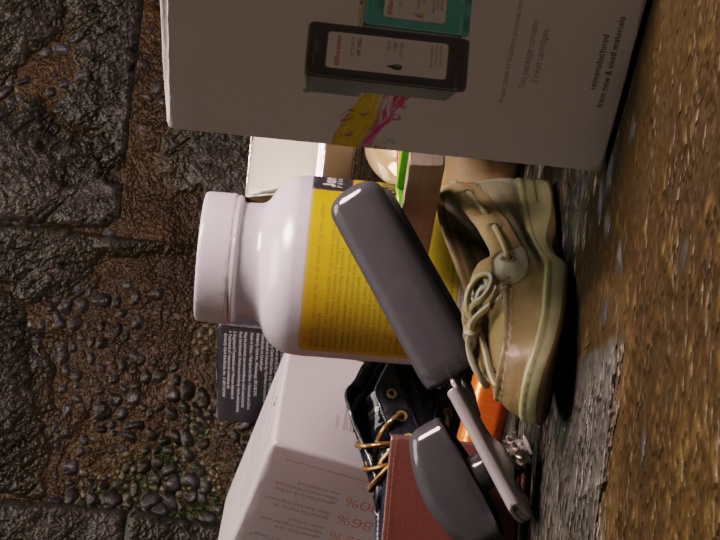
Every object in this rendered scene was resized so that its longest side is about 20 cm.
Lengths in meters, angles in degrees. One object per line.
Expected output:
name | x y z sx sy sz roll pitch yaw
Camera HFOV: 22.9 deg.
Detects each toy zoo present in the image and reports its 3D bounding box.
toy zoo | 0.034 -0.125 1.005 0.131 0.020 0.201 96 175 -69

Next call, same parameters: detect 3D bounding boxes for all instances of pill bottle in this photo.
pill bottle | 0.000 0.000 1.102 0.112 0.199 0.113 -175 90 -89

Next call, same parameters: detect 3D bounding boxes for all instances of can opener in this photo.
can opener | 0.035 0.049 0.935 0.201 0.066 0.053 65 -171 9

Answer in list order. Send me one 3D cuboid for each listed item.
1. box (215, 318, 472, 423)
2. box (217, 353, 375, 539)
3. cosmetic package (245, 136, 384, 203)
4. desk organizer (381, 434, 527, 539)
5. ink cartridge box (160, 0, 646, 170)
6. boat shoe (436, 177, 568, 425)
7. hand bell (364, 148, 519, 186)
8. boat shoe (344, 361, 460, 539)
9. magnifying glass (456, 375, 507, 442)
box | -0.009 0.049 1.392 0.123 0.199 0.106 -86 2 -50
box | -0.015 0.173 1.333 0.107 0.151 0.201 -83 13 -47
cosmetic package | 0.014 -0.074 1.251 0.200 0.071 0.106 24 -113 -47
desk organizer | 0.044 0.194 0.972 0.072 0.076 0.201 99 177 -75
ink cartridge box | 0.019 -0.152 0.781 0.146 0.199 0.147 96 179 -52
boat shoe | 0.070 0.010 0.911 0.201 0.063 0.074 -85 1 -58
hand bell | 0.065 -0.152 1.113 0.104 0.103 0.201 -85 3 -50
boat shoe | 0.024 0.120 1.119 0.071 0.091 0.201 -37 17 28
magnifying glass | 0.057 0.142 1.035 0.022 0.079 0.201 132 155 -79
